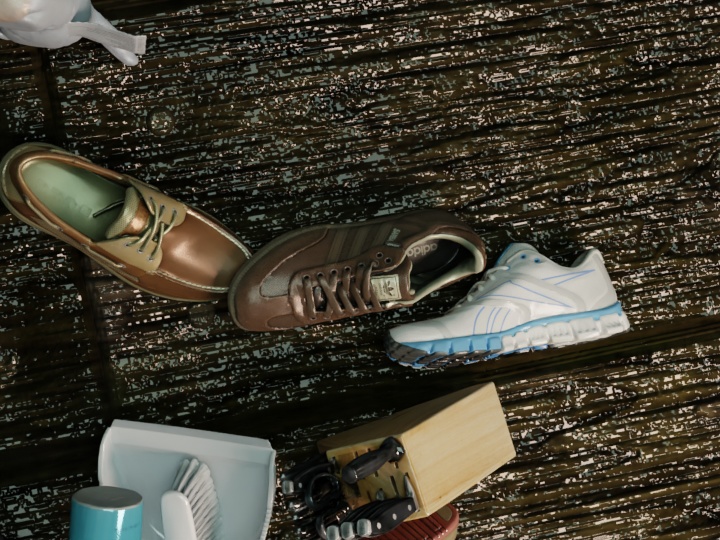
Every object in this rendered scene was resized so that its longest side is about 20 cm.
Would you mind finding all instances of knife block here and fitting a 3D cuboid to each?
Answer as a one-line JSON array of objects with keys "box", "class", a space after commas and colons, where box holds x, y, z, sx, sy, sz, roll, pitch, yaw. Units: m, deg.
[{"box": [0.037, 0.144, 1.257, 0.199, 0.176, 0.064, -18, 93, -13], "class": "knife block"}]

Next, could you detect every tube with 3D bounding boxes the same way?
[{"box": [-0.188, 0.258, 1.246, 0.077, 0.050, 0.201, -6, 106, -41], "class": "tube"}]

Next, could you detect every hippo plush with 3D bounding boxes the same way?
[{"box": [-0.242, -0.245, 1.214, 0.199, 0.159, 0.161, 6, 88, -12], "class": "hippo plush"}]

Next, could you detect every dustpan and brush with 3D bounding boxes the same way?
[{"box": [-0.125, 0.216, 1.267, 0.139, 0.057, 0.201, 6, 117, 19], "class": "dustpan and brush"}]

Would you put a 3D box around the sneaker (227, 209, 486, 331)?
[{"box": [0.000, 0.000, 1.288, 0.200, 0.076, 0.071, -20, 113, -20], "class": "sneaker"}]

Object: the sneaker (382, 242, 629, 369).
[{"box": [0.107, 0.025, 1.338, 0.199, 0.075, 0.087, -9, 83, -21], "class": "sneaker"}]

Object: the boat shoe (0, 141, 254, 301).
[{"box": [-0.172, -0.032, 1.265, 0.200, 0.074, 0.076, 23, 84, -14], "class": "boat shoe"}]

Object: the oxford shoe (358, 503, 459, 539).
[{"box": [-0.005, 0.247, 1.312, 0.200, 0.070, 0.075, -32, 122, -13], "class": "oxford shoe"}]

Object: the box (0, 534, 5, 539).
[{"box": [-0.298, 0.200, 1.176, 0.104, 0.182, 0.200, -35, 95, -11], "class": "box"}]
